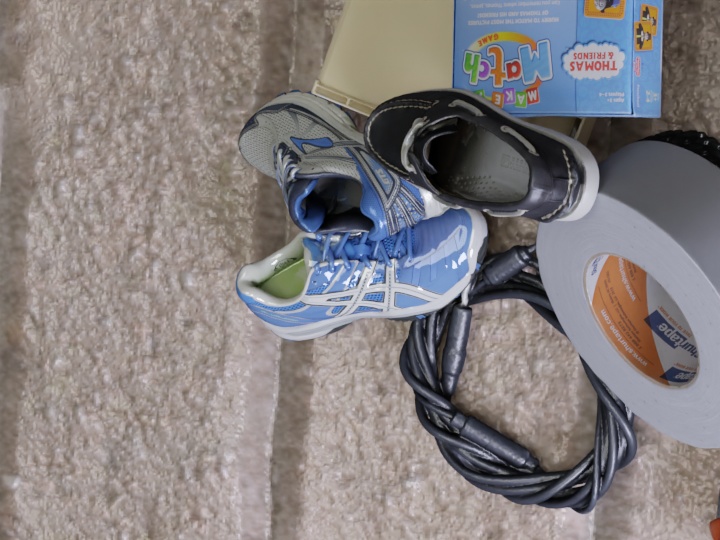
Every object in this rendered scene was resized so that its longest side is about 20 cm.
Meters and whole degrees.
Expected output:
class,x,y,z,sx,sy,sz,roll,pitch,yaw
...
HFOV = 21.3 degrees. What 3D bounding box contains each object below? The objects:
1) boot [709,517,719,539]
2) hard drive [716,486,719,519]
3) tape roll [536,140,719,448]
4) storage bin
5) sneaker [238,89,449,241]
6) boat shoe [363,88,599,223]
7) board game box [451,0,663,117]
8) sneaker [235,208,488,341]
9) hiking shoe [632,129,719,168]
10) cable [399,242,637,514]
class,x,y,z,sx,sy,sz,roll,pitch,yaw
boot,0.289,0.166,1.270,0.107,0.075,0.200,25,104,22
hard drive,0.319,0.115,1.314,0.135,0.042,0.200,13,97,20
tape roll,0.205,0.017,1.254,0.066,0.200,0.200,-34,78,-23
storage bin,0.094,-0.184,1.359,0.198,0.094,0.200,24,100,18
sneaker,-0.030,-0.071,1.383,0.200,0.085,0.077,19,137,44
boat shoe,0.064,-0.075,1.248,0.200,0.060,0.074,27,109,44
board game box,0.127,-0.200,1.250,0.151,0.037,0.200,5,94,42
sneaker,0.000,0.000,1.399,0.200,0.077,0.076,-22,62,23
hiking shoe,0.239,-0.023,1.298,0.200,0.076,0.101,42,152,52
cable,0.115,0.087,1.387,0.163,0.051,0.200,-23,85,20
